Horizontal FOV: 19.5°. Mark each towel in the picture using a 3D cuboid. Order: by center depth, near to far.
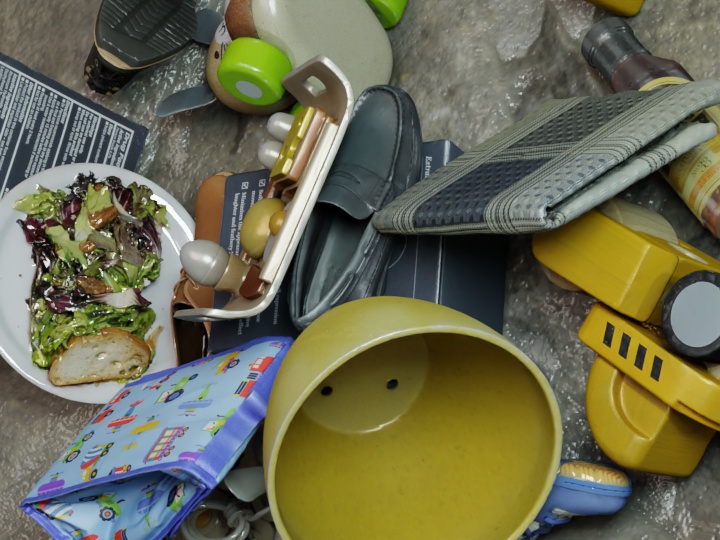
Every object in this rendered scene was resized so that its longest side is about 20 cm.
[{"bbox_3d":[0.132,-0.072,1.439,0.200,0.035,0.192,-34,18,-31],"label":"towel"}]

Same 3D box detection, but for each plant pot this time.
[{"bbox_3d":[0.018,0.095,1.410,0.200,0.200,0.142,-45,30,8],"label":"plant pot"}]

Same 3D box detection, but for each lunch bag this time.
[{"bbox_3d":[-0.128,0.123,1.513,0.200,0.094,0.151,-33,13,44],"label":"lunch bag"}]

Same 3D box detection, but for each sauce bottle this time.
[{"bbox_3d":[0.226,-0.106,1.512,0.066,0.066,0.200,-43,54,9],"label":"sauce bottle"}]

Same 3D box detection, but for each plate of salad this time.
[{"bbox_3d":[-0.208,0.006,1.668,0.048,0.200,0.200,140,139,-64],"label":"plate of salad"}]

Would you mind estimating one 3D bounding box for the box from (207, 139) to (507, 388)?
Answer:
[{"bbox_3d":[0.000,0.000,1.580,0.200,0.107,0.149,-7,66,30],"label":"box"}]

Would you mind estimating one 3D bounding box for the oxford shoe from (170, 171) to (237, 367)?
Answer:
[{"bbox_3d":[-0.117,0.009,1.657,0.071,0.071,0.200,-24,60,42],"label":"oxford shoe"}]

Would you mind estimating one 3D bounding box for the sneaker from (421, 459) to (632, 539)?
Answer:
[{"bbox_3d":[0.103,0.176,1.476,0.200,0.075,0.088,-6,79,37],"label":"sneaker"}]

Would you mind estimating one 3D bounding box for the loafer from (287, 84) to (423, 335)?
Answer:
[{"bbox_3d":[-0.005,-0.043,1.490,0.068,0.070,0.201,5,74,33],"label":"loafer"}]

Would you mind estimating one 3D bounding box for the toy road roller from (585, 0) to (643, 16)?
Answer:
[{"bbox_3d":[0.174,-0.283,1.586,0.200,0.123,0.146,29,98,36],"label":"toy road roller"}]

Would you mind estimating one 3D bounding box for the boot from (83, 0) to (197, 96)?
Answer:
[{"bbox_3d":[-0.197,-0.179,1.743,0.138,0.077,0.200,-50,6,30],"label":"boot"}]

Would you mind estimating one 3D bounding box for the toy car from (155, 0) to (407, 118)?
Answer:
[{"bbox_3d":[-0.087,-0.183,1.695,0.200,0.158,0.165,-3,56,43],"label":"toy car"}]

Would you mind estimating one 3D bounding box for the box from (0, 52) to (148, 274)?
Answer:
[{"bbox_3d":[-0.309,-0.063,1.730,0.123,0.198,0.200,1,70,48],"label":"box"}]

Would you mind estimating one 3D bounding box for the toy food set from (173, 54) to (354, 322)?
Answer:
[{"bbox_3d":[-0.074,-0.054,1.495,0.200,0.060,0.143,-67,12,-8],"label":"toy food set"}]

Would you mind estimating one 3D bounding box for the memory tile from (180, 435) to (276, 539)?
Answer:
[{"bbox_3d":[-0.102,0.204,1.614,0.200,0.017,0.153,27,85,37],"label":"memory tile"}]

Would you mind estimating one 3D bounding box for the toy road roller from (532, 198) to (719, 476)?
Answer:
[{"bbox_3d":[0.196,0.049,1.426,0.200,0.123,0.146,37,104,38],"label":"toy road roller"}]

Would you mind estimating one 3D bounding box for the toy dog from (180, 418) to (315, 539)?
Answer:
[{"bbox_3d":[-0.046,0.166,1.503,0.132,0.096,0.200,-33,43,-20],"label":"toy dog"}]
